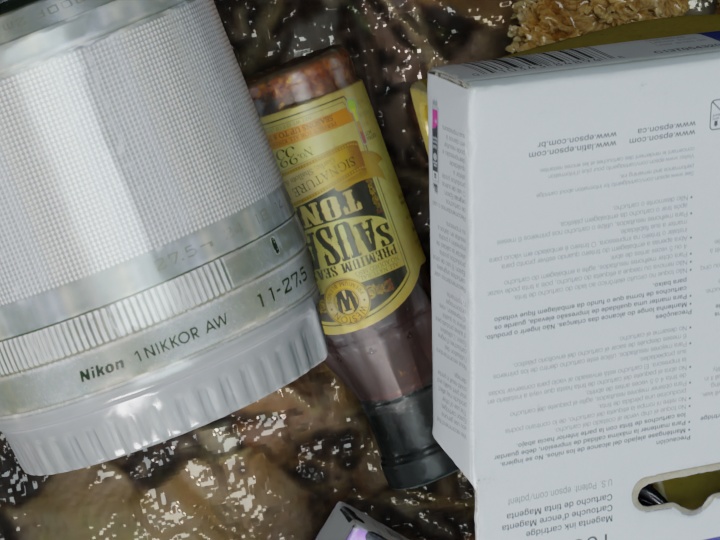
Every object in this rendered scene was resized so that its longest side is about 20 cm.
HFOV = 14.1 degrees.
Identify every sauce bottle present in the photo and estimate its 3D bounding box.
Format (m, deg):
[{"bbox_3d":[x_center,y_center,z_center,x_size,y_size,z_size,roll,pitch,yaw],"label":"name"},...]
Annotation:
[{"bbox_3d":[0.000,0.000,1.315,0.066,0.066,0.200,-23,96,-6],"label":"sauce bottle"}]

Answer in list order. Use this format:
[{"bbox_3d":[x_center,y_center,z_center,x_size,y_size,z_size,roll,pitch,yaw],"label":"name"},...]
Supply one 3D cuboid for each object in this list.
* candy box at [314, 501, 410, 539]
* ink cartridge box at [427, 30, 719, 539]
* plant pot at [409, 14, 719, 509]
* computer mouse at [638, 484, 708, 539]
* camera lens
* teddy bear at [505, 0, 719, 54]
[{"bbox_3d":[0.037,0.226,1.300,0.200,0.072,0.168,30,90,-9],"label":"candy box"},{"bbox_3d":[0.120,0.009,1.123,0.196,0.043,0.200,-8,109,-24],"label":"ink cartridge box"},{"bbox_3d":[0.167,-0.010,1.262,0.200,0.196,0.194,-23,113,-11],"label":"plant pot"},{"bbox_3d":[0.116,0.177,1.210,0.140,0.046,0.200,34,124,6],"label":"computer mouse"},{"bbox_3d":[-0.116,-0.032,1.249,0.160,0.160,0.200,-22,97,-6],"label":"camera lens"},{"bbox_3d":[0.145,-0.161,1.321,0.200,0.067,0.145,-11,99,-6],"label":"teddy bear"}]
